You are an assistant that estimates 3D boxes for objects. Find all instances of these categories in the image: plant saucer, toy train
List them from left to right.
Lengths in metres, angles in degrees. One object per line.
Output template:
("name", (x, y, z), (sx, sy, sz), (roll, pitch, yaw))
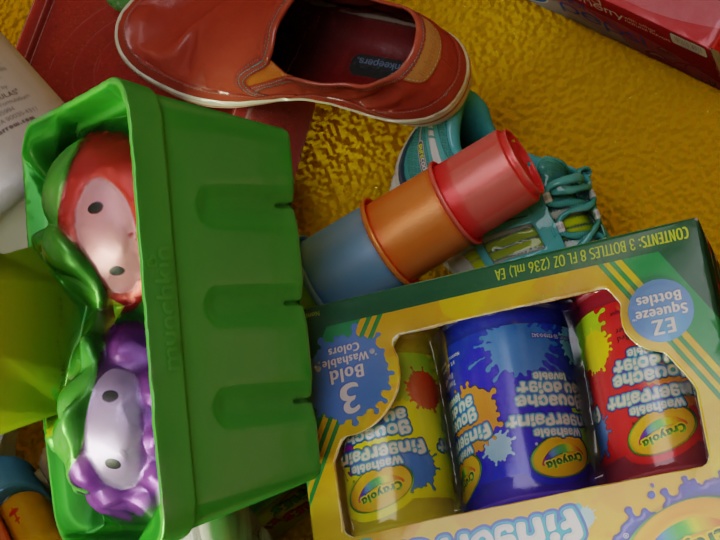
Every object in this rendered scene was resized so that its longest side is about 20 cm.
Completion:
("toy train", (-0.158, 0.141, 0.934), (0.116, 0.085, 0.200), (-32, 23, -10))
("plant saucer", (-0.120, -0.108, 1.079), (0.199, 0.037, 0.200), (2, 57, 20))

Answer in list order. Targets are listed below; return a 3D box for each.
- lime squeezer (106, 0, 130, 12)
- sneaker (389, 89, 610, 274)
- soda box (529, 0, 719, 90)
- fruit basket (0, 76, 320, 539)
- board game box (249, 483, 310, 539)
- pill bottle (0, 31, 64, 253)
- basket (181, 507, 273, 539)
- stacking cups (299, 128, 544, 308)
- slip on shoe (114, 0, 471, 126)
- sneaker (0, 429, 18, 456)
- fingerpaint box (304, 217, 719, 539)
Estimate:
("lime squeezer", (-0.098, -0.163, 1.074), (0.199, 0.071, 0.038), (12, 119, 27))
("sneaker", (0.093, -0.014, 0.967), (0.200, 0.077, 0.080), (42, 124, 25))
("soda box", (0.123, -0.173, 1.028), (0.200, 0.063, 0.070), (29, 85, 25))
("fruit basket", (-0.135, 0.025, 0.860), (0.155, 0.215, 0.216), (-13, 62, 60))
("board game box", (-0.099, 0.059, 1.043), (0.101, 0.048, 0.200), (-39, 64, 5))
("pill bottle", (-0.228, -0.086, 0.999), (0.114, 0.114, 0.200), (-43, 73, 2))
("basket", (-0.072, 0.209, 0.893), (0.136, 0.200, 0.123), (-42, 108, 8))
("stacking cups", (0.000, 0.000, 0.957), (0.200, 0.060, 0.061), (-28, 66, 15))
("slip on shoe", (-0.041, -0.120, 0.994), (0.199, 0.061, 0.074), (12, 75, 24))
("sneaker", (-0.220, 0.105, 1.065), (0.075, 0.089, 0.201), (16, 103, -8))
("fingerpaint box", (0.077, 0.084, 0.877), (0.199, 0.073, 0.168), (-13, 69, 14))
